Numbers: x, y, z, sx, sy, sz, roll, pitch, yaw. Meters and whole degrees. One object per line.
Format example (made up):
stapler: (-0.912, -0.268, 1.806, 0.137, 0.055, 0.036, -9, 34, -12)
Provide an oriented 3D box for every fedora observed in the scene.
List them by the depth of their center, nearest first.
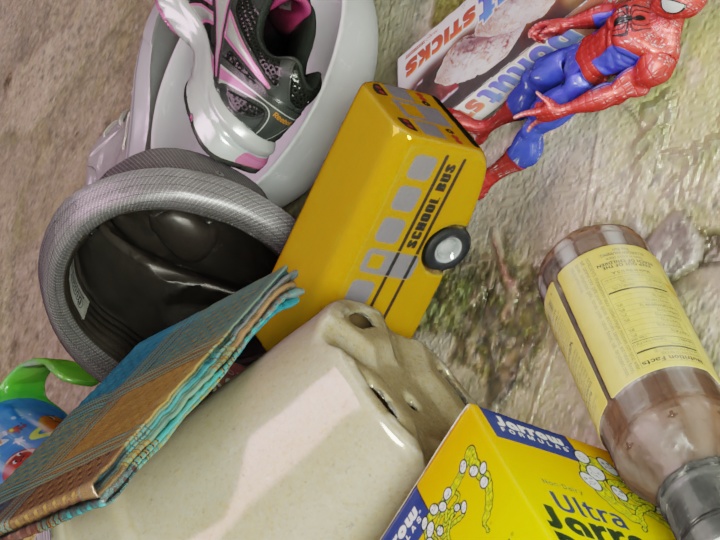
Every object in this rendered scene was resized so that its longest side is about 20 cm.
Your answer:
fedora: (-0.098, -0.001, 1.291, 0.177, 0.199, 0.091, -49, 22, 32)

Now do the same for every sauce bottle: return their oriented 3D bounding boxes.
sauce bottle: (0.137, 0.063, 0.988, 0.065, 0.064, 0.201, -51, 36, 28)

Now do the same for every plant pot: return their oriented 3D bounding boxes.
plant pot: (-0.030, 0.123, 1.119, 0.183, 0.200, 0.201, -45, 37, 18)

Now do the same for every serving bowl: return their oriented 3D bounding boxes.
serving bowl: (-0.053, -0.119, 1.388, 0.199, 0.065, 0.202, -30, 48, 39)

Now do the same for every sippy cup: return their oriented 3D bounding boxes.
sippy cup: (-0.214, 0.161, 1.438, 0.139, 0.179, 0.130, -33, 31, -29)

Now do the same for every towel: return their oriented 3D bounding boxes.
towel: (-0.124, 0.079, 1.115, 0.146, 0.022, 0.200, -27, 15, 42)

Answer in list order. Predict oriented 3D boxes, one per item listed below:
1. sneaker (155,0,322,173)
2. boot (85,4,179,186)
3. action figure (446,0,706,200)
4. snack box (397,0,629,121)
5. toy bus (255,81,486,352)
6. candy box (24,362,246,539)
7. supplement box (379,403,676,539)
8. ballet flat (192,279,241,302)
sneaker: (-0.066, -0.157, 1.320, 0.086, 0.080, 0.201, -37, 54, 25)
boot: (-0.158, -0.113, 1.550, 0.095, 0.073, 0.202, -6, 68, 49)
action figure: (0.113, -0.104, 1.146, 0.199, 0.051, 0.066, -31, 42, 44)
snack box: (0.089, -0.141, 1.223, 0.200, 0.024, 0.072, -37, 41, 42)
toy bus: (0.000, 0.000, 1.189, 0.065, 0.078, 0.201, 52, 124, 45)
candy box: (-0.110, 0.141, 1.282, 0.200, 0.116, 0.057, -51, 34, 29)
supplement box: (0.096, 0.170, 0.945, 0.110, 0.108, 0.200, -58, 33, 19)
ballet flat: (-0.091, 0.046, 1.370, 0.069, 0.069, 0.202, -24, 56, 50)
